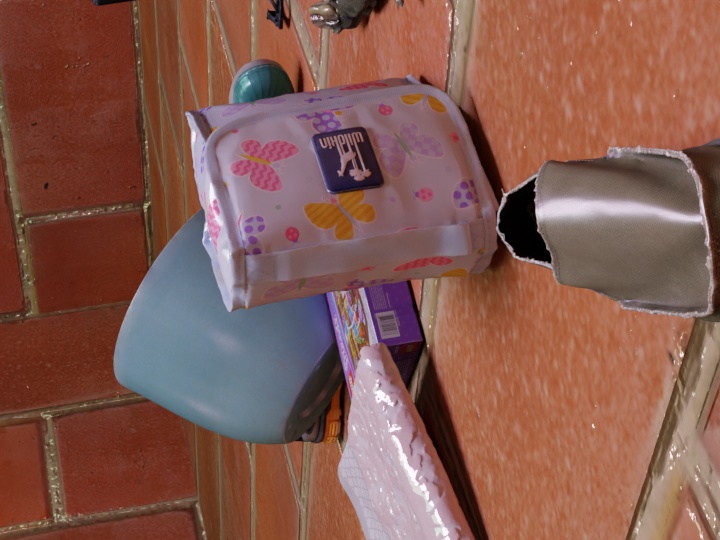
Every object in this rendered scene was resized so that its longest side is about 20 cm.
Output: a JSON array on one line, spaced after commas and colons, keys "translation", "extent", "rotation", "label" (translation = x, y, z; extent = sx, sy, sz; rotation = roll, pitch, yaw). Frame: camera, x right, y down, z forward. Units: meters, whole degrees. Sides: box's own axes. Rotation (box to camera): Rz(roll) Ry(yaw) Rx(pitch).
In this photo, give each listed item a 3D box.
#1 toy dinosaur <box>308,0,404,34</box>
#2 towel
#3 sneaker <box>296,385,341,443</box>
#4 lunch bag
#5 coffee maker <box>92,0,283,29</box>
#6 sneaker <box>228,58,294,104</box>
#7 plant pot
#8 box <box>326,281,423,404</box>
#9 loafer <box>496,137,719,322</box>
[{"translation": [-0.009, -0.223, 1.059], "extent": [0.089, 0.047, 0.200], "rotation": [61, 170, -9], "label": "toy dinosaur"}, {"translation": [0.035, 0.184, 1.094], "extent": [0.192, 0.032, 0.201], "rotation": [101, 149, -56], "label": "towel"}, {"translation": [-0.058, 0.096, 1.436], "extent": [0.079, 0.076, 0.202], "rotation": [-112, 20, -55], "label": "sneaker"}, {"translation": [-0.016, -0.050, 0.919], "extent": [0.200, 0.167, 0.129], "rotation": [-119, 21, -67], "label": "lunch bag"}, {"translation": [-0.168, -0.312, 1.391], "extent": [0.135, 0.197, 0.194], "rotation": [-123, 28, -65], "label": "coffee maker"}, {"translation": [-0.087, -0.118, 1.469], "extent": [0.201, 0.071, 0.080], "rotation": [88, 163, -47], "label": "sneaker"}, {"translation": [-0.096, 0.060, 1.301], "extent": [0.160, 0.201, 0.201], "rotation": [31, 148, 14], "label": "plant pot"}, {"translation": [0.000, 0.000, 1.186], "extent": [0.137, 0.039, 0.202], "rotation": [107, 153, -61], "label": "box"}, {"translation": [0.108, -0.013, 0.595], "extent": [0.200, 0.069, 0.076], "rotation": [-175, 77, -78], "label": "loafer"}]
